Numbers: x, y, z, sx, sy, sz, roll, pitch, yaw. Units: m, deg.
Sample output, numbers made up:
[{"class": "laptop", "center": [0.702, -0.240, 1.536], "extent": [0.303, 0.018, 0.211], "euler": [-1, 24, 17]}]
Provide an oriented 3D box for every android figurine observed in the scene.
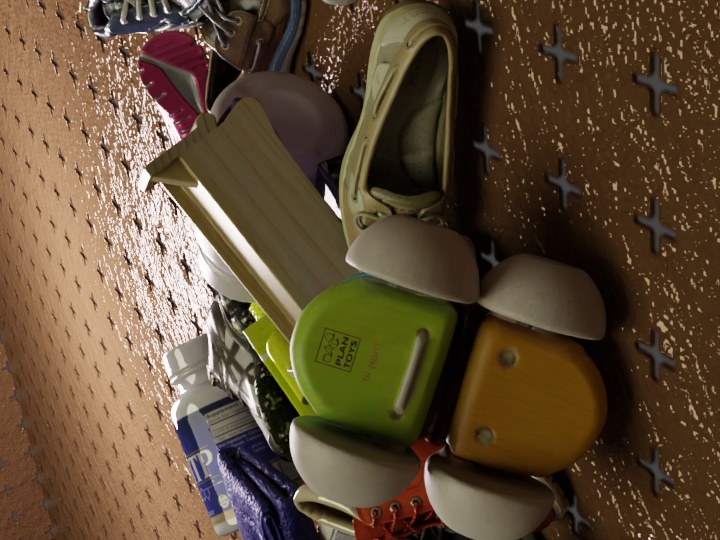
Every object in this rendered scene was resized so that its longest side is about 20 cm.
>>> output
[{"class": "android figurine", "center": [-0.044, 0.112, 1.121], "extent": [0.200, 0.041, 0.182], "euler": [54, 175, 31]}]

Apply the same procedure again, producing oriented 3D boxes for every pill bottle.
[{"class": "pill bottle", "center": [-0.082, -0.063, 1.058], "extent": [0.114, 0.113, 0.200], "euler": [60, 153, 23]}, {"class": "pill bottle", "center": [-0.134, 0.169, 1.332], "extent": [0.201, 0.119, 0.120], "euler": [67, 156, 10]}]

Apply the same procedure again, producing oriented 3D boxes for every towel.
[{"class": "towel", "center": [-0.080, 0.277, 1.195], "extent": [0.147, 0.049, 0.201], "euler": [21, 130, 55]}]

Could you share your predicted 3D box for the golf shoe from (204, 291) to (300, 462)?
[{"class": "golf shoe", "center": [-0.102, 0.108, 1.249], "extent": [0.094, 0.077, 0.201], "euler": [-43, 57, 39]}]

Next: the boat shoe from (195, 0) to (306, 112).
[{"class": "boat shoe", "center": [-0.094, -0.201, 1.031], "extent": [0.072, 0.072, 0.201], "euler": [53, 151, 33]}]

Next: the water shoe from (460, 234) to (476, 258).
[{"class": "water shoe", "center": [0.061, 0.050, 0.919], "extent": [0.079, 0.072, 0.200], "euler": [34, 143, 7]}]

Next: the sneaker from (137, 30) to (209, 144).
[{"class": "sneaker", "center": [-0.145, -0.138, 1.191], "extent": [0.088, 0.081, 0.201], "euler": [-108, -2, -71]}]

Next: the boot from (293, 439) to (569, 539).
[{"class": "boot", "center": [0.048, 0.165, 0.905], "extent": [0.199, 0.107, 0.075], "euler": [13, 140, 30]}]

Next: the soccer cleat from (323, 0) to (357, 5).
[{"class": "soccer cleat", "center": [0.019, -0.217, 0.791], "extent": [0.086, 0.068, 0.200], "euler": [68, 151, 17]}]

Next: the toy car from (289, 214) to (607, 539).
[{"class": "toy car", "center": [0.050, 0.061, 0.791], "extent": [0.150, 0.199, 0.176], "euler": [-130, 56, -78]}]

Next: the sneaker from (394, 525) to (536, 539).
[{"class": "sneaker", "center": [0.054, 0.199, 0.970], "extent": [0.200, 0.106, 0.075], "euler": [48, 147, 41]}]

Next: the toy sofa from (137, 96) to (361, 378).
[{"class": "toy sofa", "center": [-0.066, -0.023, 0.918], "extent": [0.200, 0.097, 0.083], "euler": [51, 167, -4]}]

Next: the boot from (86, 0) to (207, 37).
[{"class": "boot", "center": [-0.189, -0.251, 1.155], "extent": [0.200, 0.090, 0.073], "euler": [-3, 104, 65]}]

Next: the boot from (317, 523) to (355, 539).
[{"class": "boot", "center": [0.006, 0.282, 1.185], "extent": [0.090, 0.073, 0.200], "euler": [39, 156, 20]}]

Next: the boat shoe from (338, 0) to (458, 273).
[{"class": "boat shoe", "center": [0.030, -0.074, 0.829], "extent": [0.063, 0.073, 0.202], "euler": [-107, 26, -61]}]

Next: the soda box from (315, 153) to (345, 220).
[{"class": "soda box", "center": [0.000, 0.000, 0.992], "extent": [0.071, 0.063, 0.201], "euler": [53, 151, 35]}]
